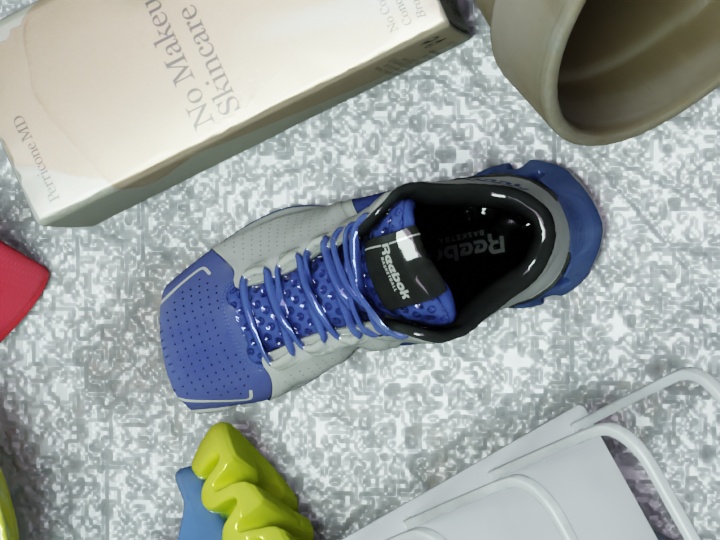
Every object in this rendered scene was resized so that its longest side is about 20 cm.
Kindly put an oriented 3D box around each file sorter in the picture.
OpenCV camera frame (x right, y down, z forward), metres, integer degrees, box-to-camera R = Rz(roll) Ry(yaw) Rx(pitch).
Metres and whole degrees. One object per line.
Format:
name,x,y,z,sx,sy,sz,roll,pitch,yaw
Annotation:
file sorter,0.068,0.142,0.888,0.200,0.124,0.139,-26,86,-29

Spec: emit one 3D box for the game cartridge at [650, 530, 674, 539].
game cartridge,0.126,0.188,1.006,0.200,0.042,0.133,33,93,9

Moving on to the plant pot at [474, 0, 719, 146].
plant pot,0.094,-0.180,0.941,0.200,0.200,0.174,-48,66,8

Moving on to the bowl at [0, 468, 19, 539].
bowl,-0.234,0.123,1.036,0.199,0.108,0.201,0,90,11

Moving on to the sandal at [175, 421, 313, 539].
sandal,-0.045,0.163,0.987,0.087,0.080,0.200,-35,48,7

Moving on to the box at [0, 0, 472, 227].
box,-0.062,-0.100,1.014,0.199,0.078,0.095,-27,87,10

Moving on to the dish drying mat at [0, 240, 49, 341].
dish drying mat,-0.219,-0.010,0.996,0.077,0.200,0.018,-44,51,9

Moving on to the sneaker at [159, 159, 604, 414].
sneaker,0.001,0.000,0.985,0.199,0.115,0.081,-18,87,11
